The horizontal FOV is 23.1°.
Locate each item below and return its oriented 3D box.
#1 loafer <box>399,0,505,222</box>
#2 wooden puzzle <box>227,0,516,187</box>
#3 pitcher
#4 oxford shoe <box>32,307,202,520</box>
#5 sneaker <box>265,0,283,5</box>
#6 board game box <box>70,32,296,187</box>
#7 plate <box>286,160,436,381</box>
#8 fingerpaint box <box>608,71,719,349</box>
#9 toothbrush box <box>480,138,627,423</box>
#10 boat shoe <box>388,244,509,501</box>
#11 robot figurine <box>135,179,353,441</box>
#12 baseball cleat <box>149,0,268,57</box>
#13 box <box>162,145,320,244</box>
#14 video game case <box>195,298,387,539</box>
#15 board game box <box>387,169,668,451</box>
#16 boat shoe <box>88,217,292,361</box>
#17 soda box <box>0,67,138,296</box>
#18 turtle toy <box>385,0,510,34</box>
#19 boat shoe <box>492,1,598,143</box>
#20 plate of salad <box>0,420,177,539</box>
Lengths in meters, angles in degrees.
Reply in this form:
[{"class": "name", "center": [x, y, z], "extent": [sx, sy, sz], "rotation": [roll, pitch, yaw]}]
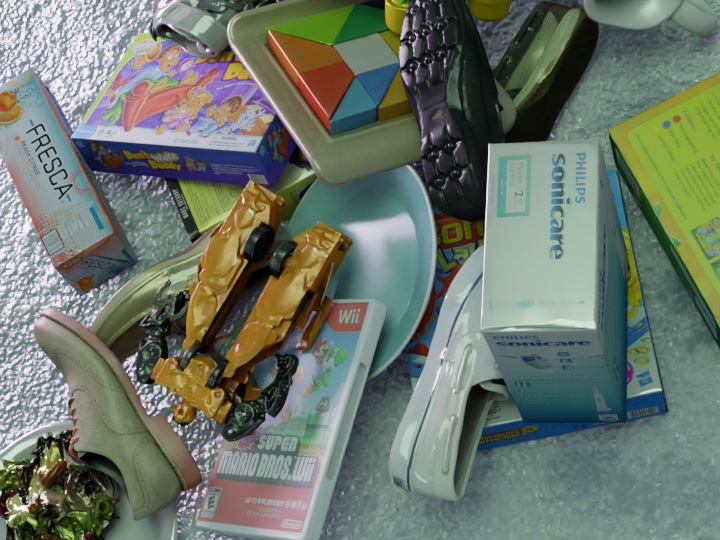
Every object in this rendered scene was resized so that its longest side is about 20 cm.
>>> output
[{"class": "loafer", "center": [0.077, -0.134, 1.401], "extent": [0.068, 0.070, 0.202], "rotation": [-20, 70, 35]}, {"class": "wooden puzzle", "center": [0.008, -0.169, 1.466], "extent": [0.184, 0.037, 0.201], "rotation": [-18, 54, -20]}, {"class": "pitcher", "center": [0.212, -0.279, 1.519], "extent": [0.122, 0.171, 0.200], "rotation": [-52, 42, 19]}, {"class": "oxford shoe", "center": [-0.217, 0.115, 1.445], "extent": [0.075, 0.071, 0.200], "rotation": [-37, 70, -18]}, {"class": "sneaker", "center": [-0.035, -0.268, 1.597], "extent": [0.199, 0.075, 0.081], "rotation": [-27, 63, 2]}, {"class": "board game box", "center": [-0.138, -0.144, 1.543], "extent": [0.199, 0.045, 0.135], "rotation": [6, 53, 30]}, {"class": "plate", "center": [0.000, 0.000, 1.457], "extent": [0.199, 0.025, 0.202], "rotation": [-16, 68, 46]}, {"class": "fingerpaint box", "center": [0.319, -0.058, 1.416], "extent": [0.166, 0.073, 0.201], "rotation": [-28, 64, 2]}, {"class": "toothbrush box", "center": [0.147, 0.013, 1.296], "extent": [0.084, 0.200, 0.148], "rotation": [-1, 68, 13]}, {"class": "boat shoe", "center": [0.086, 0.079, 1.351], "extent": [0.065, 0.072, 0.201], "rotation": [16, 74, 27]}, {"class": "robot figurine", "center": [-0.094, 0.039, 1.433], "extent": [0.144, 0.058, 0.201], "rotation": [31, 92, 21]}, {"class": "baseball cleat", "center": [-0.095, -0.239, 1.537], "extent": [0.199, 0.070, 0.107], "rotation": [-13, 53, 30]}, {"class": "box", "center": [-0.068, -0.091, 1.542], "extent": [0.199, 0.050, 0.076], "rotation": [-28, 63, 2]}, {"class": "video game case", "center": [-0.057, 0.119, 1.423], "extent": [0.142, 0.017, 0.202], "rotation": [-3, 65, 49]}, {"class": "board game box", "center": [0.133, 0.036, 1.433], "extent": [0.198, 0.056, 0.197], "rotation": [-13, 65, 9]}, {"class": "boat shoe", "center": [-0.143, 0.024, 1.499], "extent": [0.199, 0.072, 0.065], "rotation": [-35, 69, -1]}, {"class": "soda box", "center": [-0.272, -0.080, 1.578], "extent": [0.063, 0.068, 0.201], "rotation": [-29, 64, 0]}, {"class": "turtle toy", "center": [0.043, -0.280, 1.459], "extent": [0.198, 0.147, 0.101], "rotation": [-11, 41, -14]}, {"class": "boat shoe", "center": [0.130, -0.145, 1.508], "extent": [0.066, 0.072, 0.202], "rotation": [26, 76, 34]}, {"class": "plate of salad", "center": [-0.248, 0.217, 1.456], "extent": [0.198, 0.048, 0.202], "rotation": [-6, 66, 13]}]
